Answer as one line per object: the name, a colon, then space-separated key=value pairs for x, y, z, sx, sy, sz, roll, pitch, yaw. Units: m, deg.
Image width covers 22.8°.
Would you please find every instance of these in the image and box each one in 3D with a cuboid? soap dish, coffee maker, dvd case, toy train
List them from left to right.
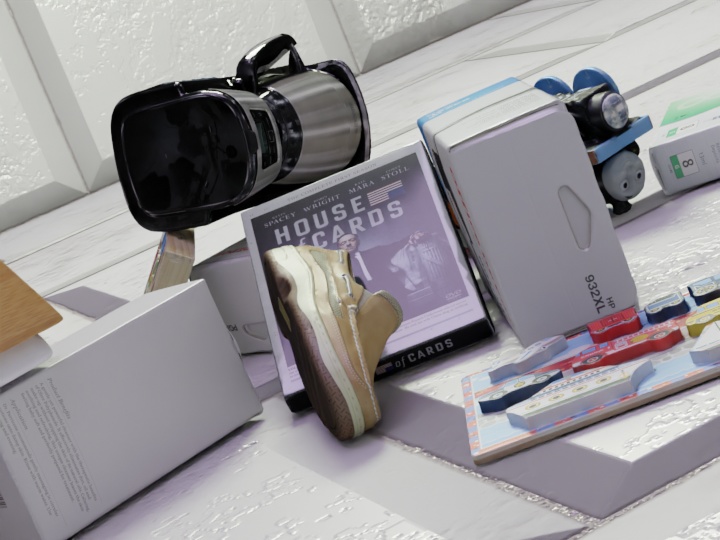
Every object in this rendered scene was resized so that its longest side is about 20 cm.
soap dish: x=-0.309 y=0.061 z=1.143 sx=0.200 sy=0.081 sz=0.157 roll=-15 pitch=11 yaw=46
coffee maker: x=-0.115 y=-0.098 z=1.511 sx=0.192 sy=0.135 sz=0.200 roll=-36 pitch=-9 yaw=32
dvd case: x=0.000 y=0.000 z=1.273 sx=0.150 sy=0.025 sz=0.200 roll=-22 pitch=43 yaw=4
toy train: x=0.153 y=-0.093 z=1.447 sx=0.087 sy=0.114 sz=0.200 roll=-35 pitch=16 yaw=-32

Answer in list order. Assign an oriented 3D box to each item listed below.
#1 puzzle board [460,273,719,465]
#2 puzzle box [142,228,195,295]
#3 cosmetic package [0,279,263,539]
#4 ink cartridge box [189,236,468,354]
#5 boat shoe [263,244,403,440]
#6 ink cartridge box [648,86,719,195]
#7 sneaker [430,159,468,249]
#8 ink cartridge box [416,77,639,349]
puzzle board: x=0.153 y=0.048 z=1.025 sx=0.200 sy=0.017 sz=0.151 roll=-22 pitch=11 yaw=6
puzzle box: x=-0.167 y=0.033 z=1.465 sx=0.025 sy=0.133 sz=0.200 roll=17 pitch=7 yaw=-8
cosmetic package: x=-0.175 y=0.096 z=1.197 sx=0.085 sy=0.108 sz=0.200 roll=-13 pitch=13 yaw=48
ink cartridge box: x=-0.021 y=-0.012 z=1.479 sx=0.200 sy=0.085 sz=0.146 roll=-33 pitch=14 yaw=-37
boat shoe: x=-0.008 y=0.035 z=1.167 sx=0.076 sy=0.072 sz=0.200 roll=-12 pitch=34 yaw=-9
ink cartridge box: x=0.339 y=-0.129 z=1.437 sx=0.200 sy=0.050 sz=0.161 roll=-20 pitch=11 yaw=21
sneaker: x=0.054 y=-0.063 z=1.371 sx=0.200 sy=0.090 sz=0.070 roll=2 pitch=48 yaw=-8
ink cartridge box: x=0.109 y=-0.044 z=1.210 sx=0.084 sy=0.145 sz=0.200 roll=-22 pitch=11 yaw=1
